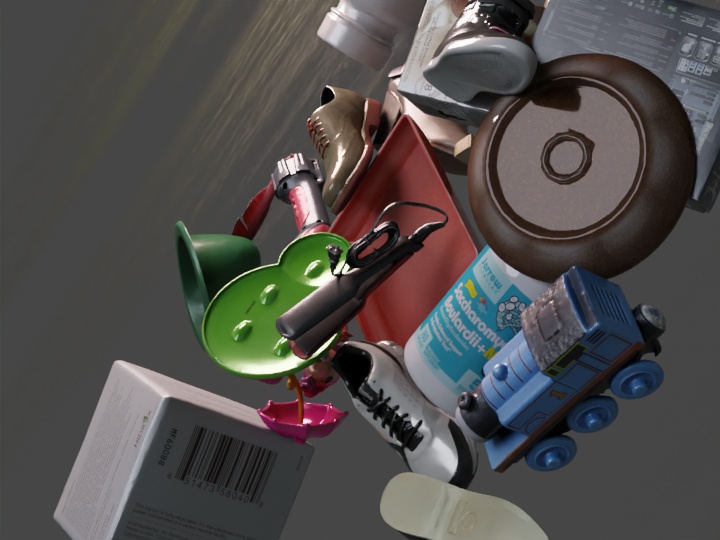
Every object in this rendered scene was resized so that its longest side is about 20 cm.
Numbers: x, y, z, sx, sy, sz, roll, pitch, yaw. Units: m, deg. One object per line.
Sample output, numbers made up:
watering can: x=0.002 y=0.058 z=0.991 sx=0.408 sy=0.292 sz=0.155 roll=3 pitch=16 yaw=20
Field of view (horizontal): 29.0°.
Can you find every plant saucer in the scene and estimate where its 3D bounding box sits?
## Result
plant saucer: x=0.175 y=-0.090 z=1.158 sx=0.199 sy=0.037 sz=0.202 roll=-6 pitch=76 yaw=26
plant saucer: x=0.049 y=-0.022 z=1.428 sx=0.200 sy=0.036 sz=0.200 roll=-55 pitch=45 yaw=38

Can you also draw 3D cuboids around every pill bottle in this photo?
pill bottle: x=0.035 y=-0.345 z=1.647 sx=0.201 sy=0.114 sz=0.114 roll=-60 pitch=32 yaw=12
pill bottle: x=0.136 y=0.035 z=1.245 sx=0.200 sy=0.110 sz=0.111 roll=-52 pitch=34 yaw=23

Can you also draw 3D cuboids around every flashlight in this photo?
flashlight: x=-0.069 y=-0.059 z=1.665 sx=0.068 sy=0.067 sz=0.201 roll=-52 pitch=35 yaw=27

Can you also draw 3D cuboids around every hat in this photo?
hat: x=-0.135 y=-0.008 z=1.781 sx=0.166 sy=0.175 sz=0.201 roll=-126 pitch=27 yaw=-53

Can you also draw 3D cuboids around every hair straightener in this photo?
hair straightener: x=0.000 y=0.000 z=1.332 sx=0.200 sy=0.077 sz=0.041 roll=-37 pitch=49 yaw=-2

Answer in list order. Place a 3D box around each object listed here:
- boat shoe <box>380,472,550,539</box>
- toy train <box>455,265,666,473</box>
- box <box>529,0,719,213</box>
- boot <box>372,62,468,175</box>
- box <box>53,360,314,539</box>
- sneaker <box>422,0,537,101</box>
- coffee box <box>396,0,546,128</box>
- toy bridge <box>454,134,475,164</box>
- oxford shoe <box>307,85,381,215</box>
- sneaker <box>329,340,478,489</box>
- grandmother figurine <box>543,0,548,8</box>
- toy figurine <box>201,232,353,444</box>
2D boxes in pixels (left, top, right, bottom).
boat shoe: x=0.105 y=0.235 z=1.212 sx=0.201 sy=0.063 sz=0.074 roll=19 pitch=75 yaw=45
toy train: x=0.163 y=0.089 z=1.164 sx=0.200 sy=0.114 sz=0.087 roll=-46 pitch=36 yaw=29
box: x=0.235 y=-0.157 z=1.192 sx=0.199 sy=0.051 sz=0.159 roll=23 pitch=89 yaw=28
boot: x=0.095 y=-0.184 z=1.503 sx=0.199 sy=0.070 sz=0.147 roll=18 pitch=74 yaw=48
box: x=-0.198 y=0.235 z=1.540 sx=0.171 sy=0.198 sz=0.201 roll=21 pitch=88 yaw=59
sneaker: x=0.117 y=-0.206 z=1.198 sx=0.100 sy=0.070 sz=0.200 roll=-59 pitch=13 yaw=-5
coffee box: x=0.150 y=-0.189 z=1.313 sx=0.199 sy=0.080 sz=0.115 roll=17 pitch=85 yaw=27
toy bridge: x=0.132 y=-0.184 z=1.437 sx=0.027 sy=0.067 sz=0.201 roll=-31 pitch=45 yaw=44
oxford shoe: x=-0.028 y=-0.130 z=1.484 sx=0.071 sy=0.074 sz=0.200 roll=-58 pitch=13 yaw=32
sneaker: x=0.036 y=0.141 z=1.334 sx=0.074 sy=0.080 sz=0.200 roll=-56 pitch=49 yaw=17
grandmother figurine: x=0.181 y=-0.187 z=1.376 sx=0.121 sy=0.060 sz=0.201 roll=9 pitch=75 yaw=65
toy figurine: x=-0.061 y=0.091 z=1.472 sx=0.149 sy=0.185 sz=0.200 roll=16 pitch=53 yaw=26
